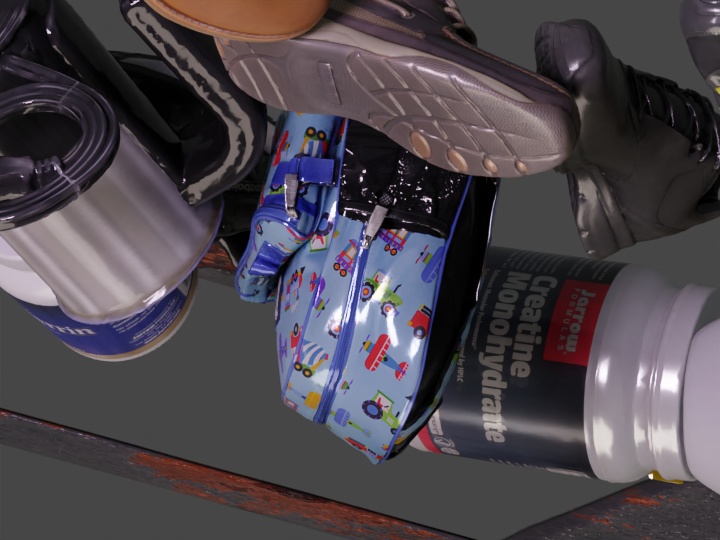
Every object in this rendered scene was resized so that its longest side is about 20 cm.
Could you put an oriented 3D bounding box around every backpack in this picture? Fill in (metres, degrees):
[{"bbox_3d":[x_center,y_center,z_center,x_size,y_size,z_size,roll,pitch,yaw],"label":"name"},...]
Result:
[{"bbox_3d":[0.000,0.000,1.495,0.134,0.201,0.183,15,166,-4],"label":"backpack"}]

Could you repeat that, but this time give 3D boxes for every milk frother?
[{"bbox_3d":[-0.156,-0.045,1.411,0.180,0.201,0.188,-13,135,32],"label":"milk frother"}]

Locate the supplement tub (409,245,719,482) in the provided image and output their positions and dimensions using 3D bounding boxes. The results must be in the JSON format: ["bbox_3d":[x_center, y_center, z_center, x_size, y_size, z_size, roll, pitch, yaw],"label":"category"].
[{"bbox_3d":[0.127,0.059,1.713,0.199,0.141,0.140,7,164,23],"label":"supplement tub"}]

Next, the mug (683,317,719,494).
[{"bbox_3d":[0.283,0.061,1.587,0.175,0.148,0.201,1,125,17],"label":"mug"}]

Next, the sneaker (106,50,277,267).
[{"bbox_3d":[-0.098,-0.061,1.578,0.076,0.088,0.200,1,160,41],"label":"sneaker"}]

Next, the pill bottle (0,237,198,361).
[{"bbox_3d":[-0.186,-0.021,1.756,0.115,0.116,0.200,9,164,17],"label":"pill bottle"}]

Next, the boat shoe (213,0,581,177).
[{"bbox_3d":[0.022,-0.108,1.305,0.199,0.073,0.075,21,149,23],"label":"boat shoe"}]

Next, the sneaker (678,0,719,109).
[{"bbox_3d":[0.206,-0.073,1.261,0.074,0.085,0.200,3,162,34],"label":"sneaker"}]

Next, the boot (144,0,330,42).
[{"bbox_3d":[-0.052,-0.161,1.180,0.200,0.074,0.154,29,163,-37],"label":"boot"}]

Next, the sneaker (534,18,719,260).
[{"bbox_3d":[0.141,-0.075,1.369,0.090,0.076,0.200,-10,156,12],"label":"sneaker"}]

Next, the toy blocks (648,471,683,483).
[{"bbox_3d":[0.196,0.097,1.918,0.199,0.100,0.137,10,176,11],"label":"toy blocks"}]
